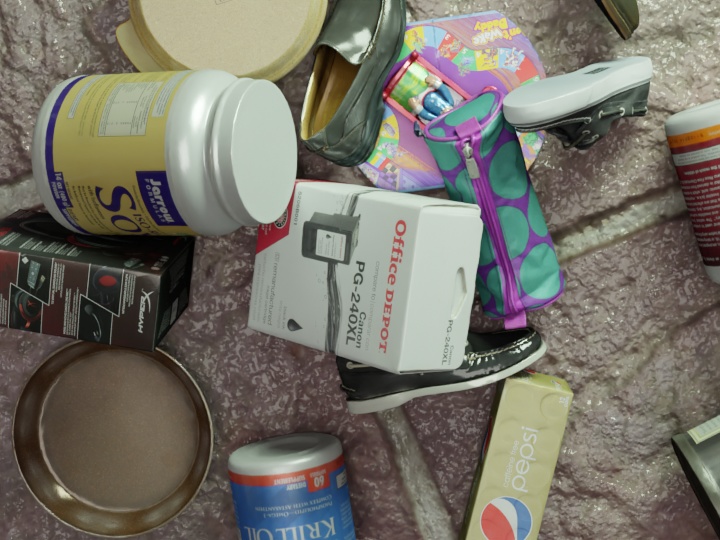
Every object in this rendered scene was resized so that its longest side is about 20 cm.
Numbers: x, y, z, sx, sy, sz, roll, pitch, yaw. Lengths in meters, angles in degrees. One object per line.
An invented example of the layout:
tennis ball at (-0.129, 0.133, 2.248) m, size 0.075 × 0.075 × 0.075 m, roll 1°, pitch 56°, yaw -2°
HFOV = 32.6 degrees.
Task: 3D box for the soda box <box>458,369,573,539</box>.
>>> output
soda box at (0.145, 0.197, 1.172) m, size 0.067 × 0.064 × 0.201 m, roll 13°, pitch 98°, yaw 2°

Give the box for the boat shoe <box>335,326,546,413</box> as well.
boat shoe at (0.074, 0.081, 1.161) m, size 0.199 × 0.074 × 0.061 m, roll -16°, pitch 100°, yaw 13°

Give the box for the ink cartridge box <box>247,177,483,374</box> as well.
ink cartridge box at (0.000, 0.000, 1.096) m, size 0.199 × 0.083 × 0.146 m, roll 13°, pitch 98°, yaw 43°

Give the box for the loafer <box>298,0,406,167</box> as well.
loafer at (-0.009, -0.198, 1.119) m, size 0.072 × 0.072 × 0.202 m, roll 7°, pitch 88°, yaw 34°

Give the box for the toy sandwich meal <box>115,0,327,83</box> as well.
toy sandwich meal at (-0.124, -0.250, 1.139) m, size 0.204 × 0.070 × 0.207 m, roll 0°, pitch 94°, yaw 1°

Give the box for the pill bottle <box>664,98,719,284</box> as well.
pill bottle at (0.353, -0.057, 1.107) m, size 0.112 × 0.113 × 0.201 m, roll -17°, pitch 95°, yaw 5°

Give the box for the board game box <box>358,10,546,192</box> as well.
board game box at (0.078, -0.157, 1.147) m, size 0.198 × 0.039 × 0.159 m, roll -7°, pitch 96°, yaw 4°

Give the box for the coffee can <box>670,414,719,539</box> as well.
coffee can at (0.404, 0.172, 1.112) m, size 0.199 × 0.146 × 0.147 m, roll -28°, pitch 94°, yaw 6°

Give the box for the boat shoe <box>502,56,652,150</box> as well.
boat shoe at (0.196, -0.140, 1.085) m, size 0.070 × 0.200 × 0.067 m, roll 5°, pitch 111°, yaw 38°

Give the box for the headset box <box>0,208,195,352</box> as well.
headset box at (-0.266, 0.004, 1.128) m, size 0.198 × 0.149 × 0.076 m, roll 9°, pitch 105°, yaw 3°

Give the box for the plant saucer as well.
plant saucer at (-0.240, 0.160, 1.205) m, size 0.199 × 0.034 × 0.202 m, roll 0°, pitch 97°, yaw 3°

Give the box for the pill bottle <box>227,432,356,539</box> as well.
pill bottle at (-0.058, 0.264, 1.167) m, size 0.111 × 0.112 × 0.202 m, roll -9°, pitch 96°, yaw 4°

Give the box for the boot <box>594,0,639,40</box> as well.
boot at (0.232, -0.315, 1.105) m, size 0.096 × 0.075 × 0.201 m, roll -24°, pitch 93°, yaw 8°

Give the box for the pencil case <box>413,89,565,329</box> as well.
pencil case at (0.120, -0.055, 1.106) m, size 0.085 × 0.093 × 0.201 m, roll -14°, pitch 115°, yaw 19°

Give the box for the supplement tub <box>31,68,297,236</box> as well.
supplement tub at (-0.171, -0.103, 1.085) m, size 0.199 × 0.145 × 0.147 m, roll 1°, pitch 97°, yaw 23°
